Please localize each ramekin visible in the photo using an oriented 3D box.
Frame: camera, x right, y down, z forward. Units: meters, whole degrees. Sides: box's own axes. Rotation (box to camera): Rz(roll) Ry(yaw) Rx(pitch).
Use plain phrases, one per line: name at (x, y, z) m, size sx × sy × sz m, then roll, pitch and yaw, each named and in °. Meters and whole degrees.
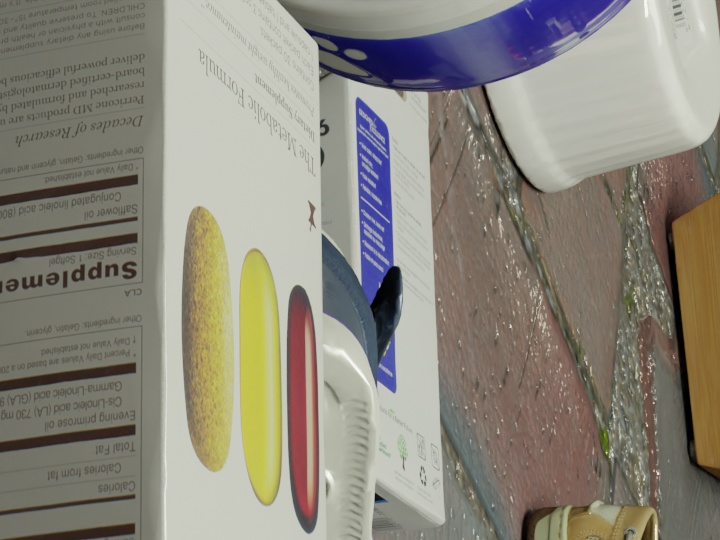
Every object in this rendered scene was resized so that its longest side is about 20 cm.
ramekin at (0.131, -0.149, 1.404) m, size 0.200 × 0.098 × 0.201 m, roll -9°, pitch 90°, yaw -71°

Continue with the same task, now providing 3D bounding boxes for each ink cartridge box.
ink cartridge box at (0.000, 0.000, 1.054) m, size 0.099 × 0.039 × 0.200 m, roll 41°, pitch 45°, yaw -61°

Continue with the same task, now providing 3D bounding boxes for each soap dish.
soap dish at (0.267, 0.055, 1.721) m, size 0.157 × 0.081 × 0.200 m, roll 31°, pitch 52°, yaw -66°

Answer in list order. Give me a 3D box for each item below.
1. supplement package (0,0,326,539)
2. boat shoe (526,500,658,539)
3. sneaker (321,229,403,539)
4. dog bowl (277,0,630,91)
supplement package at (-0.079, 0.015, 0.713) m, size 0.114 × 0.109 × 0.200 m, roll 40°, pitch 44°, yaw -61°
boat shoe at (0.122, 0.206, 1.248) m, size 0.072 × 0.076 × 0.200 m, roll 44°, pitch 41°, yaw -60°
sneaker at (-0.037, 0.077, 0.853) m, size 0.147 × 0.080 × 0.200 m, roll -108°, pitch -156°, yaw -66°
dog bowl at (0.025, -0.171, 0.957) m, size 0.079 × 0.200 × 0.200 m, roll 47°, pitch 38°, yaw -63°
